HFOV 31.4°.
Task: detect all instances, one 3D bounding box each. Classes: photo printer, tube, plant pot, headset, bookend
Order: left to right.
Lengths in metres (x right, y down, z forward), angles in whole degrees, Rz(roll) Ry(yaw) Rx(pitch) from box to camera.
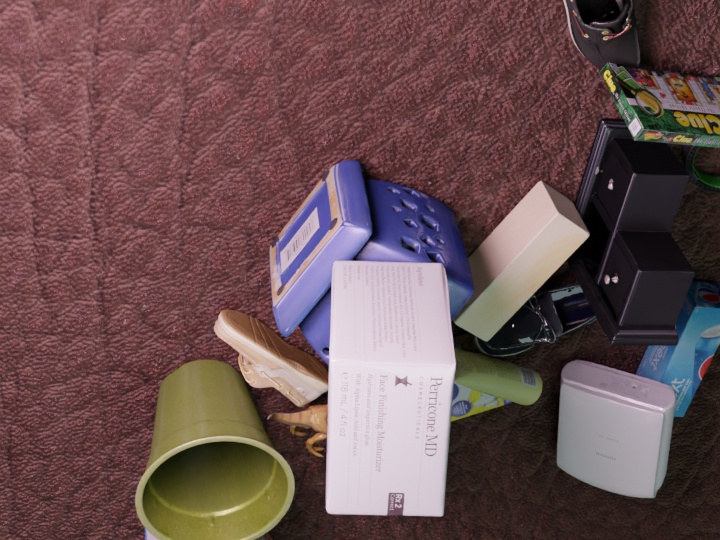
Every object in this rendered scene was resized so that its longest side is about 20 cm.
[{"bbox_3d":[-0.196,0.222,1.650,0.197,0.191,0.202,-7,128,-9],"label":"plant pot"},{"bbox_3d":[0.000,0.000,1.532,0.179,0.201,0.200,30,115,-23],"label":"plant pot"},{"bbox_3d":[0.162,0.136,1.684,0.057,0.053,0.199,-6,163,42],"label":"tube"},{"bbox_3d":[0.362,0.236,1.834,0.164,0.070,0.202,16,132,22],"label":"photo printer"},{"bbox_3d":[0.341,-0.047,1.574,0.091,0.201,0.201,1,127,-15],"label":"bookend"},{"bbox_3d":[0.502,-0.176,1.614,0.198,0.095,0.123,-24,135,25],"label":"headset"}]

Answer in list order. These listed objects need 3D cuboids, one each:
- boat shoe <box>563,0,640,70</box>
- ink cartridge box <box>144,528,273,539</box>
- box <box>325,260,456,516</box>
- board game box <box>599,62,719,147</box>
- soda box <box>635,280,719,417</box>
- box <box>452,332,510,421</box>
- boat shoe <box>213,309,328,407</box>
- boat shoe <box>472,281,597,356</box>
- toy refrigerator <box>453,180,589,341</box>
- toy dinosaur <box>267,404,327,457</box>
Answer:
[{"bbox_3d":[0.276,-0.291,1.460,0.073,0.063,0.202,-30,131,4],"label":"boat shoe"},{"bbox_3d":[-0.202,0.432,1.835,0.143,0.148,0.201,-23,129,4],"label":"ink cartridge box"},{"bbox_3d":[0.029,0.124,1.380,0.128,0.201,0.202,1,120,-1],"label":"box"},{"bbox_3d":[0.380,-0.191,1.506,0.198,0.106,0.024,1,146,-32],"label":"board game box"},{"bbox_3d":[0.454,0.112,1.810,0.067,0.065,0.202,4,126,-17],"label":"soda box"},{"bbox_3d":[0.103,0.158,1.769,0.197,0.049,0.118,-16,128,1],"label":"box"},{"bbox_3d":[-0.122,0.123,1.667,0.069,0.074,0.199,-45,125,13],"label":"boat shoe"},{"bbox_3d":[0.244,0.060,1.703,0.197,0.062,0.076,-18,86,-5],"label":"boat shoe"},{"bbox_3d":[0.199,-0.009,1.646,0.069,0.076,0.200,29,115,-31],"label":"toy refrigerator"},{"bbox_3d":[-0.064,0.201,1.733,0.198,0.061,0.107,-1,141,-32],"label":"toy dinosaur"}]
